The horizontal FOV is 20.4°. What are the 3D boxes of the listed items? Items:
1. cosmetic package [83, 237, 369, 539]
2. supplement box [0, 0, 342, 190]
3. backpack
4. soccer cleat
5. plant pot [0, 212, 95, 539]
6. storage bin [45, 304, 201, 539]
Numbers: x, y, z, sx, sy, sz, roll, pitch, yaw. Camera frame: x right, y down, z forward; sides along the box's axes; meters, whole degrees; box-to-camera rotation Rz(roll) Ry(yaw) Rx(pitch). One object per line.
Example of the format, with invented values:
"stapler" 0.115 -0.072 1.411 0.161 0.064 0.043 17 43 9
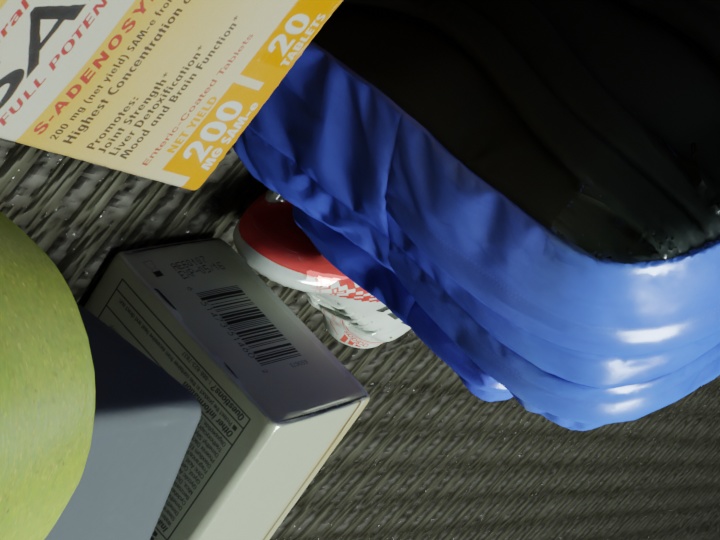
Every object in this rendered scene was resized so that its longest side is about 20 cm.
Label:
"cosmetic package" -0.096 0.095 0.841 0.073 0.104 0.201 -12 143 -56
"supplement box" -0.076 -0.102 0.552 0.126 0.074 0.200 -50 158 13
"backpack" 0.073 -0.040 0.735 0.162 0.200 0.169 -36 146 -27
"soccer cleat" 0.000 0.000 0.894 0.086 0.068 0.200 -58 161 21
"plant pot" -0.164 0.040 0.530 0.201 0.200 0.184 -49 170 12
"storage bin" -0.145 0.091 0.714 0.199 0.145 0.135 -2 124 -61
